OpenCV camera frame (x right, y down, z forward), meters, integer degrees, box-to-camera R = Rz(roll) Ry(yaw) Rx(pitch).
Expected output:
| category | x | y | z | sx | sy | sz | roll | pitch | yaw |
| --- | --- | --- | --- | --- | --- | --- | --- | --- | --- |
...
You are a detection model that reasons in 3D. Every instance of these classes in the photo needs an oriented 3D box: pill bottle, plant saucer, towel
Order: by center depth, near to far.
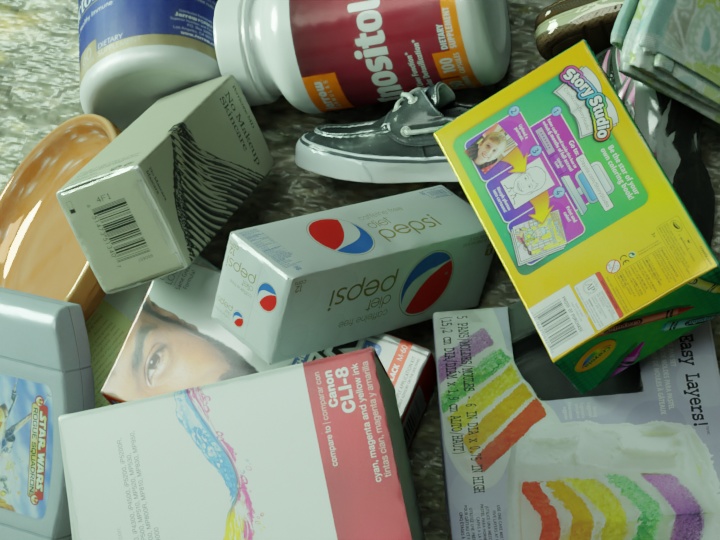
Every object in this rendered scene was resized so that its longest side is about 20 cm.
| category | x | y | z | sx | sy | sz | roll | pitch | yaw |
| --- | --- | --- | --- | --- | --- | --- | --- | --- | --- |
| towel | 0.268 | -0.191 | 1.379 | 0.048 | 0.171 | 0.200 | 10 | 76 | 65 |
| pill bottle | 0.001 | -0.176 | 1.505 | 0.200 | 0.113 | 0.113 | -8 | 62 | 17 |
| plant saucer | -0.223 | -0.017 | 1.508 | 0.200 | 0.037 | 0.200 | -34 | 42 | 37 |
| pill bottle | -0.158 | -0.205 | 1.576 | 0.116 | 0.116 | 0.200 | -14 | 58 | 13 |

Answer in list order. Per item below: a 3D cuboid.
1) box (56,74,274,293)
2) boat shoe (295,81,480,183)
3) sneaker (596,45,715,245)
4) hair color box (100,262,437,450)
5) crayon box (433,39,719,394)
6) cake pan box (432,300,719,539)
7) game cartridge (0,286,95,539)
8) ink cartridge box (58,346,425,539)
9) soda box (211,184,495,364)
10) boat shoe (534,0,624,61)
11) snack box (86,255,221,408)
| category | x | y | z | sx | sy | sz | roll | pitch | yaw |
| --- | --- | --- | --- | --- | --- | --- | --- | --- | --- |
| box | -0.130 | -0.063 | 1.427 | 0.068 | 0.082 | 0.200 | -18 | 18 | 23 |
| boat shoe | 0.050 | -0.100 | 1.459 | 0.200 | 0.072 | 0.068 | 3 | 107 | 19 |
| sneaker | 0.189 | -0.069 | 1.415 | 0.086 | 0.080 | 0.200 | -10 | 63 | 48 |
| hair color box | -0.060 | 0.077 | 1.403 | 0.200 | 0.064 | 0.111 | 19 | 74 | 14 |
| crayon box | 0.142 | -0.037 | 1.324 | 0.119 | 0.058 | 0.200 | -31 | 57 | 9 |
| cake pan box | 0.142 | 0.106 | 1.315 | 0.184 | 0.052 | 0.200 | -3 | 56 | 1 |
| game cartridge | -0.244 | 0.113 | 1.432 | 0.133 | 0.042 | 0.200 | 11 | 102 | 35 |
| ink cartridge box | -0.068 | 0.147 | 1.272 | 0.200 | 0.145 | 0.145 | -12 | 76 | 3 |
| soda box | 0.000 | 0.000 | 1.371 | 0.064 | 0.200 | 0.068 | 37 | 125 | 35 |
| boat shoe | 0.218 | -0.200 | 1.463 | 0.202 | 0.075 | 0.075 | -12 | 61 | 1 |
| snack box | -0.167 | 0.076 | 1.483 | 0.116 | 0.037 | 0.200 | 35 | 80 | 29 |
